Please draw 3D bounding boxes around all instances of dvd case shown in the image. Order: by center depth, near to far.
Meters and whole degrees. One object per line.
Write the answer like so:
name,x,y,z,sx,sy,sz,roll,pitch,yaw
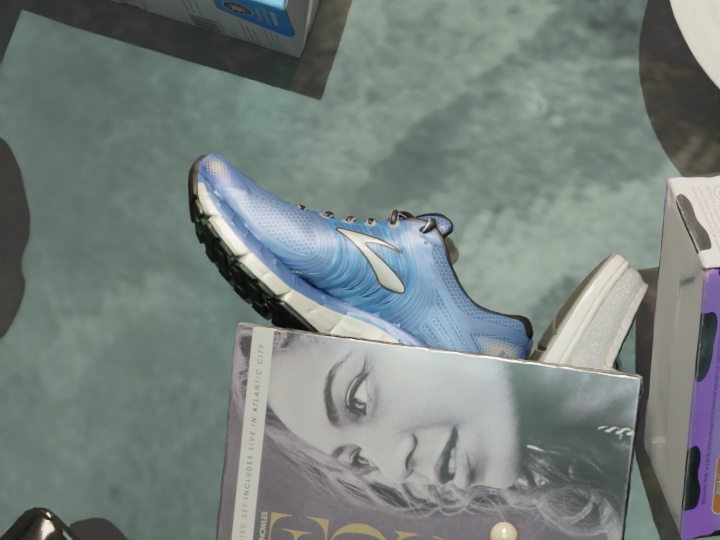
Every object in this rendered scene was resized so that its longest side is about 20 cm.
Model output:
dvd case,0.029,0.111,1.249,0.199,0.016,0.149,7,96,12

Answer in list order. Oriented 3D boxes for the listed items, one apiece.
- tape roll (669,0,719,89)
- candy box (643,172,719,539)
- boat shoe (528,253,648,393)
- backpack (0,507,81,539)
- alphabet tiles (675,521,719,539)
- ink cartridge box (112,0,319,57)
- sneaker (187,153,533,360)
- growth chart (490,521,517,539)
tape roll,0.257,-0.151,1.240,0.202,0.139,0.203,-1,88,19
candy box,0.241,0.031,1.202,0.199,0.168,0.072,-7,40,-8
boat shoe,0.100,0.091,1.282,0.065,0.074,0.202,23,89,0
backpack,-0.194,0.238,1.256,0.200,0.154,0.163,-37,88,-21
alphabet tiles,0.262,0.135,1.268,0.195,0.015,0.200,34,71,7
ink cartridge box,-0.119,-0.177,1.304,0.199,0.116,0.068,17,84,5
sneaker,0.000,0.000,1.303,0.200,0.079,0.089,35,79,-1
growth chart,0.096,0.235,1.203,0.200,0.018,0.145,41,106,23
